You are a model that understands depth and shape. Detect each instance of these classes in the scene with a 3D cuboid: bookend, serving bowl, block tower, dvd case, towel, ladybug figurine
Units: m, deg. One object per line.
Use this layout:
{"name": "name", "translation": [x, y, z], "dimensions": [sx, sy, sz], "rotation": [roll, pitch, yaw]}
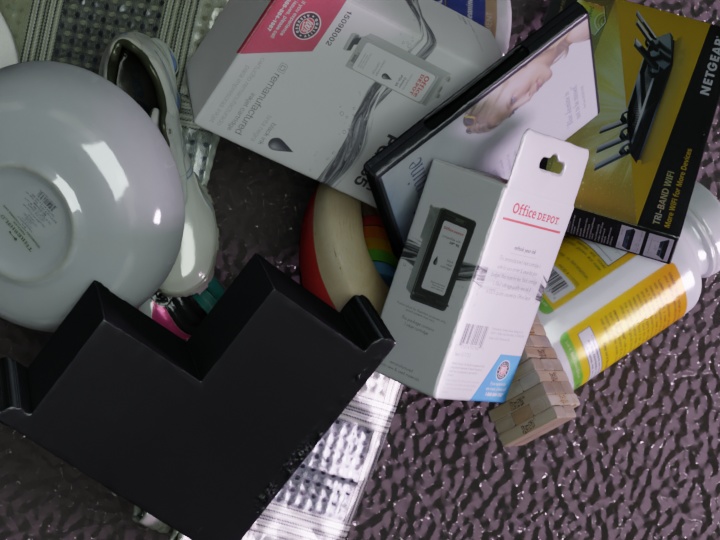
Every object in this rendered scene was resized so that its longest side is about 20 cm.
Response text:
{"name": "bookend", "translation": [-0.118, 0.060, 1.237], "dimensions": [0.200, 0.092, 0.199], "rotation": [35, 99, -22]}
{"name": "serving bowl", "translation": [-0.227, -0.043, 1.258], "dimensions": [0.199, 0.066, 0.202], "rotation": [5, 110, 14]}
{"name": "block tower", "translation": [0.102, 0.036, 1.386], "dimensions": [0.058, 0.054, 0.201], "rotation": [-31, 72, 26]}
{"name": "dvd case", "translation": [0.094, -0.098, 1.315], "dimensions": [0.200, 0.143, 0.018], "rotation": [-38, 64, -8]}
{"name": "towel", "translation": [-0.064, 0.138, 1.386], "dimensions": [0.199, 0.034, 0.194], "rotation": [25, 87, -37]}
{"name": "ladybug figurine", "translation": [0.000, 0.000, 1.390], "dimensions": [0.072, 0.201, 0.136], "rotation": [-30, 127, 24]}
{"name": "towel", "translation": [-0.195, -0.144, 1.372], "dimensions": [0.191, 0.035, 0.202], "rotation": [12, 88, 4]}

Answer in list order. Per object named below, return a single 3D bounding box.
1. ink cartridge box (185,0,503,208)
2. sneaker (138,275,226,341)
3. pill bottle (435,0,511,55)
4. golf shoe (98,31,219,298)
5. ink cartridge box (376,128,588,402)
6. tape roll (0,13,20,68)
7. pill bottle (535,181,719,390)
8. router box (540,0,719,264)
{"name": "ink cartridge box", "translation": [-0.008, -0.144, 1.321], "dimensions": [0.199, 0.083, 0.147], "rotation": [23, 119, -26]}
{"name": "sneaker", "translation": [-0.174, 0.009, 1.372], "dimensions": [0.199, 0.084, 0.121], "rotation": [35, 81, -15]}
{"name": "pill bottle", "translation": [0.010, -0.197, 1.410], "dimensions": [0.199, 0.111, 0.112], "rotation": [7, 89, -16]}
{"name": "golf shoe", "translation": [-0.157, -0.077, 1.301], "dimensions": [0.078, 0.097, 0.201], "rotation": [-15, 87, 1]}
{"name": "ink cartridge box", "translation": [0.087, -0.010, 1.299], "dimensions": [0.116, 0.068, 0.201], "rotation": [10, 101, -58]}
{"name": "tape roll", "translation": [-0.352, -0.141, 1.327], "dimensions": [0.201, 0.037, 0.204], "rotation": [0, 91, -7]}
{"name": "pill bottle", "translation": [0.210, 0.009, 1.471], "dimensions": [0.199, 0.111, 0.112], "rotation": [-32, 99, -14]}
{"name": "router box", "translation": [0.205, -0.122, 1.441], "dimensions": [0.156, 0.052, 0.201], "rotation": [16, 67, 8]}
